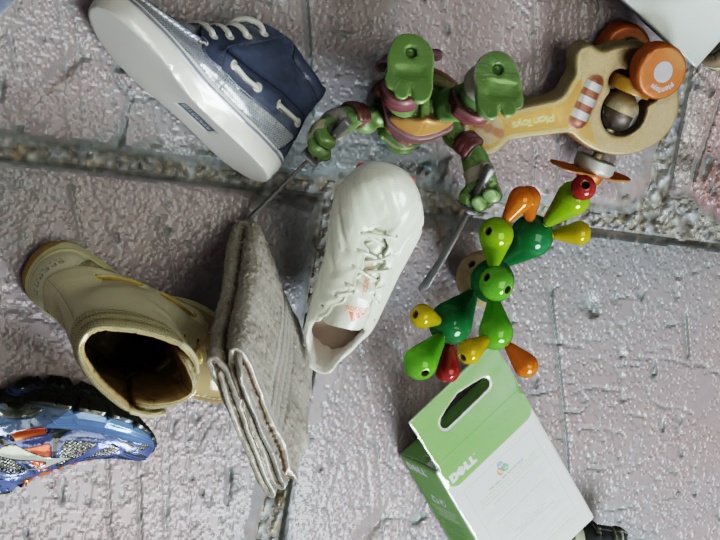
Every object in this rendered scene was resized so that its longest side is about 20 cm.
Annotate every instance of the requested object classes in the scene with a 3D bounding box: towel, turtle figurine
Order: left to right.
[{"bbox_3d":[-0.070,0.061,1.489,0.034,0.200,0.133,-14,120,10],"label":"towel"},{"bbox_3d":[0.040,-0.084,1.508,0.144,0.194,0.200,41,70,1],"label":"turtle figurine"}]

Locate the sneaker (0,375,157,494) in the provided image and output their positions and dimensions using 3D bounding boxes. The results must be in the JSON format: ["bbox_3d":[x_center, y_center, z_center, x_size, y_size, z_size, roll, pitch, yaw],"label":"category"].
[{"bbox_3d":[-0.242,0.121,1.466,0.199,0.075,0.079,6,107,-25],"label":"sneaker"}]

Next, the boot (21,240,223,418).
[{"bbox_3d":[-0.138,0.062,1.454,0.200,0.155,0.073,34,94,-31],"label":"boot"}]

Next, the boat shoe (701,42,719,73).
[{"bbox_3d":[0.341,-0.264,1.751,0.076,0.072,0.201,16,99,-48],"label":"boat shoe"}]

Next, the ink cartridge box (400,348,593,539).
[{"bbox_3d":[0.103,0.160,1.690,0.104,0.059,0.200,-40,119,-19],"label":"ink cartridge box"}]

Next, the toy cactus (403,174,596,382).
[{"bbox_3d":[0.110,0.009,1.597,0.102,0.165,0.200,32,89,-4],"label":"toy cactus"}]

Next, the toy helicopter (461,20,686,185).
[{"bbox_3d":[0.170,-0.122,1.676,0.199,0.079,0.133,-11,116,-19],"label":"toy helicopter"}]

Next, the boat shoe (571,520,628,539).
[{"bbox_3d":[0.190,0.316,1.772,0.067,0.072,0.201,6,95,-29],"label":"boat shoe"}]

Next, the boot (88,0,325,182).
[{"bbox_3d":[-0.110,-0.158,1.487,0.200,0.073,0.091,46,68,-39],"label":"boot"}]

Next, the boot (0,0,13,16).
[{"bbox_3d":[-0.257,-0.235,1.379,0.200,0.075,0.097,-48,133,-6],"label":"boot"}]

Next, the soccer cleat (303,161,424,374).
[{"bbox_3d":[0.000,0.000,1.502,0.069,0.200,0.078,16,51,-3],"label":"soccer cleat"}]

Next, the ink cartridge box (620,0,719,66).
[{"bbox_3d":[0.258,-0.293,1.651,0.200,0.044,0.174,38,99,-23],"label":"ink cartridge box"}]
